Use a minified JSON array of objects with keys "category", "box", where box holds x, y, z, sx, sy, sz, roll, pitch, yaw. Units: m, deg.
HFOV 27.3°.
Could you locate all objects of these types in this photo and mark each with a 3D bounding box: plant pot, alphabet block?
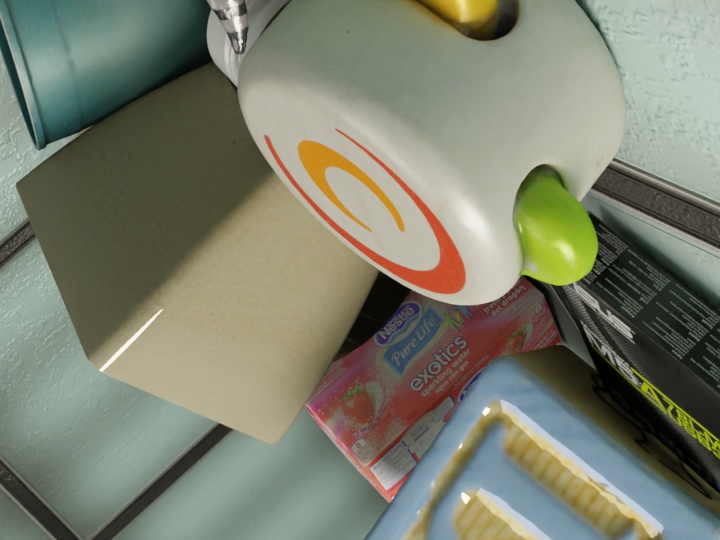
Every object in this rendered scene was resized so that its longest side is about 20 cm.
[{"category":"plant pot","box":[-0.097,-0.026,1.077,0.199,0.177,0.200,32,-160,-47]},{"category":"alphabet block","box":[0.138,0.185,1.049,0.195,0.197,0.200,40,-168,16]},{"category":"plant pot","box":[-0.180,-0.212,1.091,0.200,0.186,0.202,162,90,-78]}]

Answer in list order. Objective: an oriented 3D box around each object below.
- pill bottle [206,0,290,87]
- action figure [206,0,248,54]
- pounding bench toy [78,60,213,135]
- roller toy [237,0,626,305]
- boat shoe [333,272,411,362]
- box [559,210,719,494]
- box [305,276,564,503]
[{"category":"pill bottle","box":[-0.009,-0.120,0.969,0.200,0.114,0.114,43,170,36]},{"category":"action figure","box":[-0.083,-0.212,0.856,0.193,0.105,0.200,43,-179,-43]},{"category":"pounding bench toy","box":[-0.137,-0.143,1.238,0.124,0.200,0.156,43,170,29]},{"category":"roller toy","box":[0.039,-0.089,0.773,0.200,0.140,0.182,47,163,-22]},{"category":"boat shoe","box":[0.000,0.000,1.172,0.068,0.199,0.072,50,179,31]},{"category":"box","box":[0.214,0.078,0.928,0.200,0.047,0.193,44,173,36]},{"category":"box","box":[0.059,0.081,1.212,0.095,0.200,0.103,43,173,32]}]
